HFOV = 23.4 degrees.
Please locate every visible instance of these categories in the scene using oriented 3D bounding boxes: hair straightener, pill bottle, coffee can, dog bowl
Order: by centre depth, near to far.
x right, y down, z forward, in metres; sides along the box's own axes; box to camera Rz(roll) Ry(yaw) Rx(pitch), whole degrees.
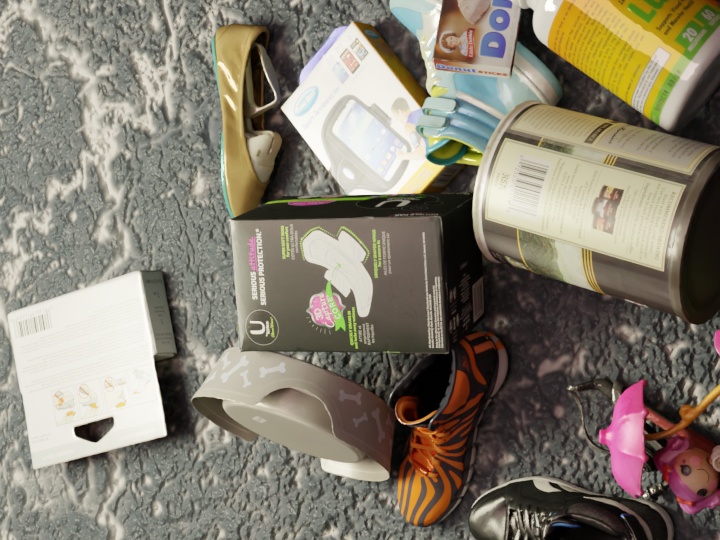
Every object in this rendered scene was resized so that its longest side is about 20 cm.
[{"bbox_3d":[0.215,-0.053,1.470,0.198,0.146,0.148,18,99,32],"label":"coffee can"},{"bbox_3d":[0.216,-0.217,1.471,0.199,0.111,0.112,37,109,15],"label":"pill bottle"},{"bbox_3d":[0.256,0.163,1.502,0.199,0.041,0.078,33,108,23],"label":"hair straightener"},{"bbox_3d":[-0.057,0.133,1.626,0.198,0.200,0.059,10,69,33],"label":"dog bowl"}]

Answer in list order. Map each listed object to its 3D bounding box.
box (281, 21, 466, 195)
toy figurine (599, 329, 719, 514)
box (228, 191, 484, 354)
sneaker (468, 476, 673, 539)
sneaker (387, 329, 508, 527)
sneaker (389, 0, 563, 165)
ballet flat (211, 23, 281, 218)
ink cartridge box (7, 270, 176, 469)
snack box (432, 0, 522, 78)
[{"bbox_3d":[0.008,-0.143,1.670,0.119,0.041,0.201,-47,68,24],"label":"box"},{"bbox_3d":[0.292,0.132,1.415,0.183,0.150,0.201,-33,101,23],"label":"toy figurine"},{"bbox_3d":[0.000,0.000,1.575,0.197,0.148,0.126,0,101,17],"label":"box"},{"bbox_3d":[0.164,0.223,1.522,0.198,0.111,0.074,-1,88,33],"label":"sneaker"},{"bbox_3d":[0.059,0.147,1.589,0.077,0.112,0.202,26,107,30],"label":"sneaker"},{"bbox_3d":[0.073,-0.174,1.584,0.200,0.080,0.131,39,87,28],"label":"sneaker"},{"bbox_3d":[-0.110,-0.150,1.734,0.062,0.069,0.203,-7,87,19],"label":"ballet flat"},{"bbox_3d":[-0.282,0.107,1.856,0.198,0.043,0.176,-16,82,32],"label":"ink cartridge box"},{"bbox_3d":[0.115,-0.269,1.554,0.071,0.024,0.202,8,71,8],"label":"snack box"}]
